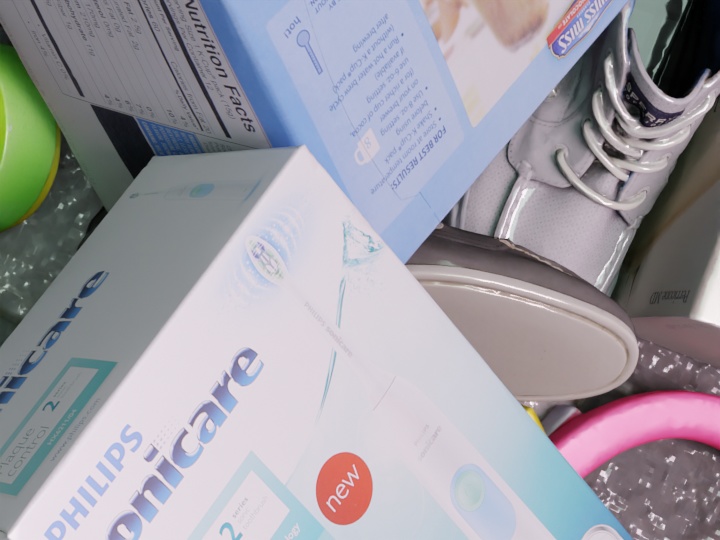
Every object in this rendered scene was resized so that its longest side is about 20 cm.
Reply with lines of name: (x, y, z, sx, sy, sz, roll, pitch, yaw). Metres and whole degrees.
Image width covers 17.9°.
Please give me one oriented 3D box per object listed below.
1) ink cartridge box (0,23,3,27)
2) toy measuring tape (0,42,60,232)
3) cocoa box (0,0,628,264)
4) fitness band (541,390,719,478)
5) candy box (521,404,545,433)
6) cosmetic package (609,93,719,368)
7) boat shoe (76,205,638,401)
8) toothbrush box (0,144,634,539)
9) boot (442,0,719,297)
ink cartridge box: (-0.051, -0.156, 0.807, 0.095, 0.037, 0.200, 31, 82, -45)
toy measuring tape: (-0.135, -0.009, 0.782, 0.073, 0.074, 0.201, -2, 84, -13)
cocoa box: (-0.004, -0.115, 0.746, 0.200, 0.131, 0.134, -49, 134, -24)
fitness band: (0.094, 0.136, 0.854, 0.144, 0.037, 0.200, 44, 81, -9)
candy box: (0.059, 0.159, 0.815, 0.102, 0.026, 0.200, -28, 97, -10)
cosmetic package: (0.166, -0.062, 0.844, 0.073, 0.104, 0.200, 22, 82, -11)
boat shoe: (0.000, 0.000, 0.807, 0.199, 0.067, 0.057, 7, 48, -1)
toothbrush box: (-0.022, 0.082, 0.693, 0.200, 0.085, 0.147, 50, 62, -26)
boot: (0.087, -0.054, 0.828, 0.073, 0.096, 0.201, 18, 84, -12)
